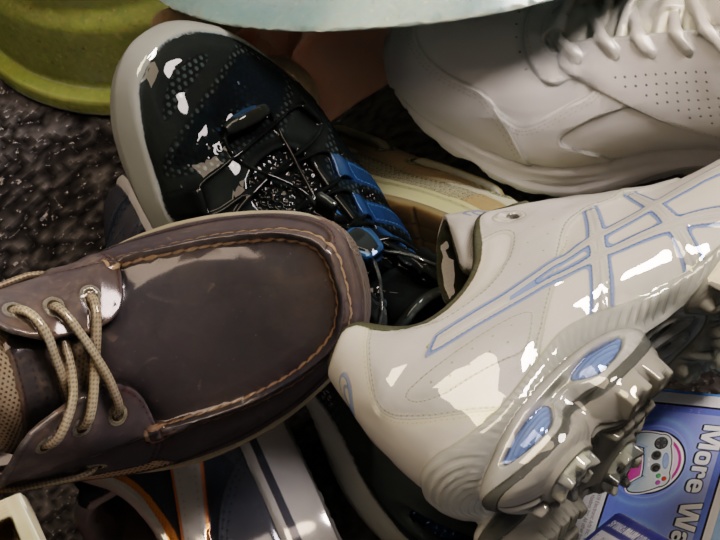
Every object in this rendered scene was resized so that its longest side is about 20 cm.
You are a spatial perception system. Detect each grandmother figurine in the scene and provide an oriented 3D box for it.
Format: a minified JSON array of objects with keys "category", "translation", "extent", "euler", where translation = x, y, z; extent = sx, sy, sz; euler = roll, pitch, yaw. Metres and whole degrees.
[{"category":"grandmother figurine","translation":[0.021,-0.106,1.037],"extent":[0.121,0.061,0.200],"euler":[36,48,16]}]

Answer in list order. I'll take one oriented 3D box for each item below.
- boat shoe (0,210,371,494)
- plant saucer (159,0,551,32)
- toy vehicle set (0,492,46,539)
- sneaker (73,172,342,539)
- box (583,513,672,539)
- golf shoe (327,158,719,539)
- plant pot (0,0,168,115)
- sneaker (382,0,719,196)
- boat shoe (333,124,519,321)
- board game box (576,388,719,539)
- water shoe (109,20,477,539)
[{"category":"boat shoe","translation":[-0.092,0.036,0.869],"extent":[0.199,0.073,0.075],"euler":[-20,92,13]},{"category":"plant saucer","translation":[0.021,-0.133,0.979],"extent":[0.200,0.039,0.201],"euler":[-8,23,3]},{"category":"toy vehicle set","translation":[-0.117,0.181,0.848],"extent":[0.124,0.027,0.201],"euler":[-24,83,-4]},{"category":"sneaker","translation":[-0.068,0.047,0.979],"extent":[0.079,0.079,0.200],"euler":[-23,50,-2]},{"category":"box","translation":[0.015,0.145,0.780],"extent":[0.200,0.032,0.121],"euler":[-39,5,-4]},{"category":"golf shoe","translation":[0.074,-0.003,0.866],"extent":[0.097,0.078,0.200],"euler":[35,51,20]},{"category":"plant pot","translation":[-0.099,-0.195,1.110],"extent":[0.199,0.184,0.201],"euler":[-12,50,14]},{"category":"sneaker","translation":[0.108,-0.075,0.946],"extent":[0.199,0.100,0.078],"euler":[7,52,-1]},{"category":"boat shoe","translation":[0.028,-0.007,0.989],"extent":[0.200,0.074,0.063],"euler":[19,39,41]},{"category":"board game box","translation":[0.142,0.138,0.832],"extent":[0.195,0.056,0.201],"euler":[6,57,27]},{"category":"water shoe","translation":[0.000,0.000,0.916],"extent":[0.071,0.200,0.079],"euler":[-40,11,-30]}]
